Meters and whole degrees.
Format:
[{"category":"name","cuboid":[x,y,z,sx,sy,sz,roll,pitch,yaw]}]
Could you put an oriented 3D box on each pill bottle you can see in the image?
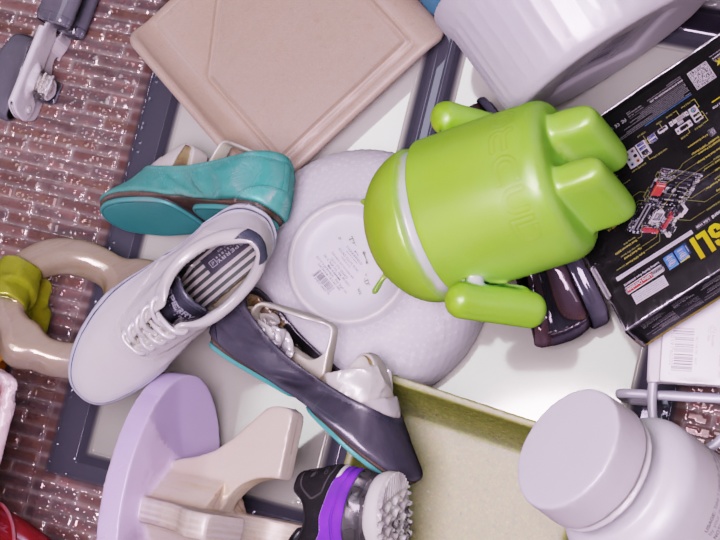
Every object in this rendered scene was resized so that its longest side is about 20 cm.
[{"category":"pill bottle","cuboid":[0.206,0.167,1.178,0.114,0.200,0.115,-36,35,30]}]

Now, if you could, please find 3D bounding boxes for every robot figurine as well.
[{"category":"robot figurine","cuboid":[0.089,-0.047,1.207,0.199,0.116,0.176,-19,58,24]}]

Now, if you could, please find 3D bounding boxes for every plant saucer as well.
[{"category":"plant saucer","cuboid":[0.077,0.198,1.278,0.199,0.048,0.201,17,91,15]}]

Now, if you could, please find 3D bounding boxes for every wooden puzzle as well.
[{"category":"wooden puzzle","cuboid":[-0.060,-0.189,1.391,0.200,0.037,0.185,-41,75,-2]}]

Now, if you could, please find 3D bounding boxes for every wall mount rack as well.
[{"category":"wall mount rack","cuboid":[0.278,0.041,1.260,0.173,0.075,0.201,3,81,16]}]

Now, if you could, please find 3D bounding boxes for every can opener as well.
[{"category":"can opener","cuboid":[-0.256,-0.218,1.426,0.066,0.053,0.201,23,86,16]}]

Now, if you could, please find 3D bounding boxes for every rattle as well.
[{"category":"rattle","cuboid":[-0.202,0.055,1.376,0.199,0.143,0.130,-6,39,-26]}]

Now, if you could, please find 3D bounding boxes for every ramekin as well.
[{"category":"ramekin","cuboid":[0.163,-0.200,1.263,0.200,0.200,0.098,-32,84,5]}]

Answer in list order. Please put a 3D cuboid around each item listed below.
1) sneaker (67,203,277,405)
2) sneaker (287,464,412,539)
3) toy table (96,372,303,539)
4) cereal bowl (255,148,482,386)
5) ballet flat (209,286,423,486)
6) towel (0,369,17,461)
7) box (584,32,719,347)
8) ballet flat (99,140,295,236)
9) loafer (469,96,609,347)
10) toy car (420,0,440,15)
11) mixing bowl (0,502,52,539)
[{"category":"sneaker","cuboid":[-0.144,0.027,1.249,0.073,0.071,0.200,43,103,-8]},{"category":"sneaker","cuboid":[-0.019,0.230,1.233,0.099,0.070,0.201,9,105,22]},{"category":"toy table","cuboid":[-0.112,0.184,1.273,0.117,0.184,0.201,7,94,29]},{"category":"cereal bowl","cuboid":[0.000,0.000,1.319,0.199,0.083,0.201,-2,81,11]},{"category":"ballet flat","cuboid":[-0.025,0.077,1.252,0.200,0.073,0.073,35,89,20]},{"category":"towel","cuboid":[-0.320,0.163,1.320,0.032,0.200,0.192,15,85,-28]},{"category":"box","cuboid":[0.243,-0.066,1.225,0.200,0.049,0.160,-35,60,13]},{"category":"ballet flat","cuboid":[-0.123,-0.066,1.345,0.199,0.067,0.071,1,62,42]},{"category":"loafer","cuboid":[0.118,-0.036,1.304,0.063,0.072,0.201,-28,79,1]},{"category":"toy car","cuboid":[0.060,-0.342,1.345,0.176,0.184,0.201,-30,42,14]},{"category":"mixing bowl","cuboid":[-0.261,0.285,1.292,0.108,0.200,0.201,23,85,-28]}]
